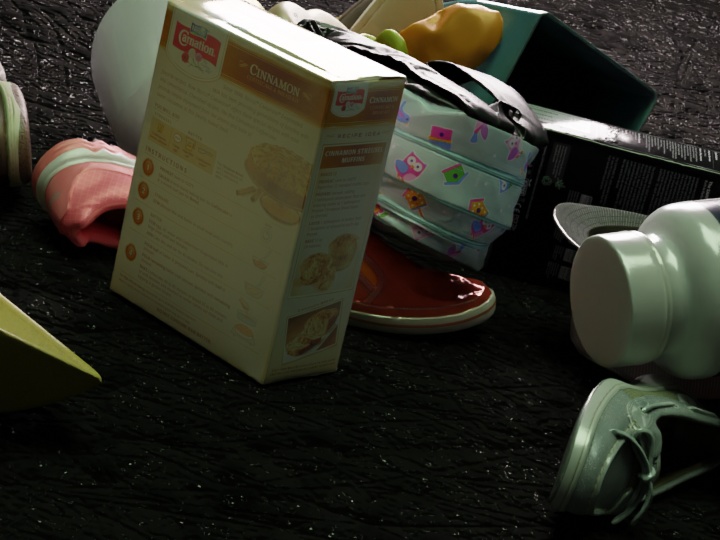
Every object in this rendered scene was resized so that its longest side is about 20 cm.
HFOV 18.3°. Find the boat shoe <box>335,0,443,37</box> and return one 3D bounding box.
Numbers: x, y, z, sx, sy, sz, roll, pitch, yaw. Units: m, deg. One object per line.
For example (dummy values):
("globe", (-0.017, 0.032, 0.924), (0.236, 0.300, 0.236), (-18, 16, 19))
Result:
("boat shoe", (-0.014, -0.167, 1.827), (0.072, 0.200, 0.060), (45, 10, -12))

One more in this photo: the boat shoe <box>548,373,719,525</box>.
("boat shoe", (0.170, 0.108, 1.342), (0.064, 0.075, 0.202), (23, 13, 22))

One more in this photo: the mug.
("mug", (-0.111, -0.131, 1.697), (0.185, 0.150, 0.153), (-8, 30, -3))

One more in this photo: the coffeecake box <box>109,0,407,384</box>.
("coffeecake box", (-0.068, -0.053, 1.424), (0.153, 0.202, 0.073), (29, 25, 37))

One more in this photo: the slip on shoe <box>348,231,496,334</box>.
("slip on shoe", (0.000, 0.000, 1.537), (0.198, 0.062, 0.074), (12, 18, -9))

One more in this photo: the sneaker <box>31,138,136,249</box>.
("sneaker", (-0.128, -0.037, 1.567), (0.198, 0.074, 0.087), (1, 36, -23))

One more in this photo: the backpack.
("backpack", (0.033, -0.086, 1.561), (0.166, 0.128, 0.199), (10, 13, -45))

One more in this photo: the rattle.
("rattle", (-0.002, -0.173, 1.670), (0.142, 0.131, 0.200), (-17, -36, 30))

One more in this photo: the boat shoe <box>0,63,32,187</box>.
("boat shoe", (-0.288, -0.106, 1.635), (0.074, 0.075, 0.202), (-7, 19, -16))

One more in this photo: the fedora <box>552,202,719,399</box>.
("fedora", (0.215, 0.030, 1.557), (0.198, 0.091, 0.177), (9, 21, -21))

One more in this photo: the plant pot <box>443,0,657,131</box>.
("plant pot", (0.107, -0.135, 1.822), (0.141, 0.142, 0.200), (30, 0, -33))

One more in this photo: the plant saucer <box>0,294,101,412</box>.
("plant saucer", (-0.269, 0.010, 1.250), (0.199, 0.049, 0.200), (31, 0, -40))

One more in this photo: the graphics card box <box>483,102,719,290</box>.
("graphics card box", (0.183, -0.044, 1.685), (0.198, 0.126, 0.051), (13, 26, 0))

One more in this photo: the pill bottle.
("pill bottle", (0.238, 0.009, 1.410), (0.198, 0.112, 0.111), (-6, 26, -22))
